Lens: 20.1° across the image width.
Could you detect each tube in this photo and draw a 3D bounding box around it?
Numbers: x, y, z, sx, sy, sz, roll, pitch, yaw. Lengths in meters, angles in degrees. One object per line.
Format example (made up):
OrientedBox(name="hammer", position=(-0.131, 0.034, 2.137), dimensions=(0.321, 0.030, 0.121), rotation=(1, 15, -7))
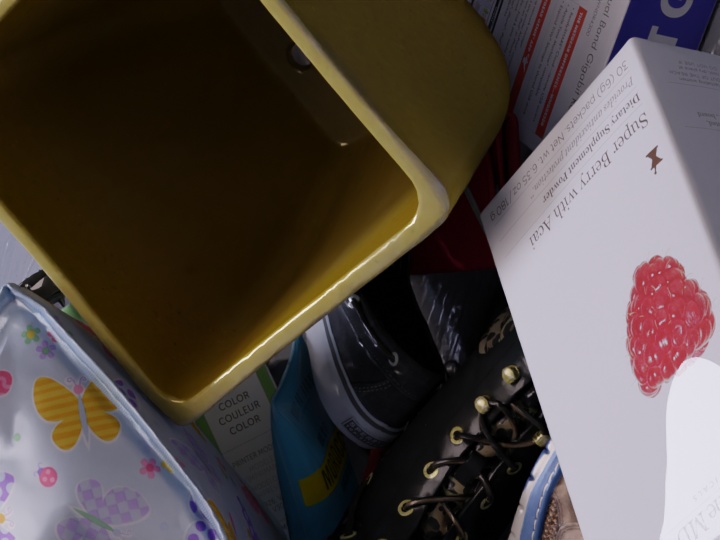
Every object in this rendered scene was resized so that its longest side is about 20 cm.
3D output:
OrientedBox(name="tube", position=(-0.015, 0.135, 1.034), dimensions=(0.078, 0.050, 0.201), rotation=(-83, -21, -68))

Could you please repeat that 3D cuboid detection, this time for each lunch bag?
OrientedBox(name="lunch bag", position=(-0.118, 0.122, 0.969), dimensions=(0.127, 0.170, 0.200), rotation=(-45, 77, 0))

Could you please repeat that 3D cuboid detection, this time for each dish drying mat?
OrientedBox(name="dish drying mat", position=(0.033, -0.037, 1.048), dimensions=(0.200, 0.018, 0.077), rotation=(177, 88, -68))

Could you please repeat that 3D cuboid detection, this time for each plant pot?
OrientedBox(name="plant pot", position=(-0.044, -0.089, 0.943), dimensions=(0.196, 0.200, 0.194), rotation=(50, 126, -3))

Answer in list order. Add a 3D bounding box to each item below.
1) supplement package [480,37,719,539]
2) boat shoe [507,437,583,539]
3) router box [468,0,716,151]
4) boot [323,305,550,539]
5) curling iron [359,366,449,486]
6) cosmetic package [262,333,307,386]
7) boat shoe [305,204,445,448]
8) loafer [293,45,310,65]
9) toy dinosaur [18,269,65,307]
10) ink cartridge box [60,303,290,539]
OrientedBox(name="supplement package", position=(0.147, 0.029, 0.798), dimensions=(0.121, 0.119, 0.201), rotation=(-50, 44, 41))
OrientedBox(name="boat shoe", position=(0.106, 0.138, 0.908), dimensions=(0.072, 0.072, 0.201), rotation=(34, 108, 35))
OrientedBox(name="router box", position=(0.106, -0.166, 0.979), dimensions=(0.180, 0.049, 0.201), rotation=(47, 124, 52))
OrientedBox(name="boot", position=(0.042, 0.101, 0.938), dimensions=(0.154, 0.073, 0.204), rotation=(-55, 1, 33))
OrientedBox(name="curling iron", position=(0.007, 0.138, 1.106), dimensions=(0.050, 0.025, 0.201), rotation=(53, 129, 54))
OrientedBox(name="cosmetic package", position=(-0.064, -0.028, 1.165), dimensions=(0.101, 0.071, 0.201), rotation=(-49, 56, 57))
OrientedBox(name="boat shoe", position=(0.000, 0.000, 1.051), dimensions=(0.057, 0.068, 0.201), rotation=(-40, 46, 26))
OrientedBox(name="loafer", position=(-0.047, -0.160, 1.222), dimensions=(0.072, 0.063, 0.201), rotation=(-30, 59, 53))
OrientedBox(name="toy dinosaur", position=(-0.157, -0.036, 1.101), dimensions=(0.103, 0.135, 0.200), rotation=(63, 169, 13))
OrientedBox(name="ink cartridge box", position=(-0.085, 0.092, 1.115), dimensions=(0.104, 0.059, 0.201), rotation=(-28, 88, 59))
